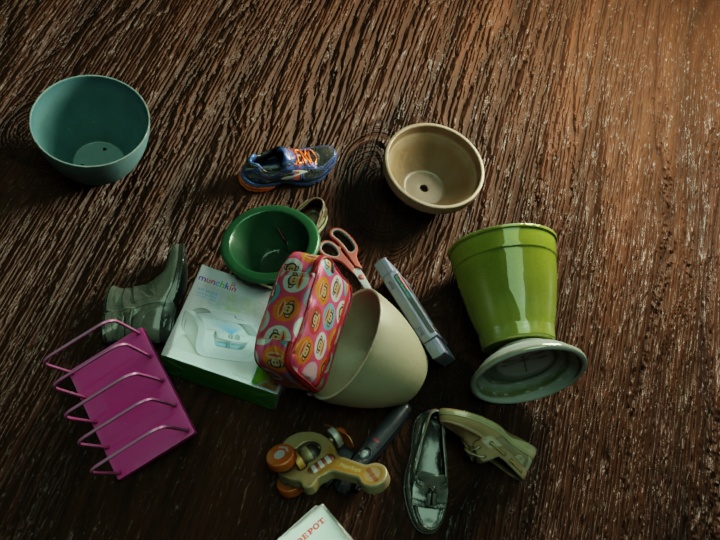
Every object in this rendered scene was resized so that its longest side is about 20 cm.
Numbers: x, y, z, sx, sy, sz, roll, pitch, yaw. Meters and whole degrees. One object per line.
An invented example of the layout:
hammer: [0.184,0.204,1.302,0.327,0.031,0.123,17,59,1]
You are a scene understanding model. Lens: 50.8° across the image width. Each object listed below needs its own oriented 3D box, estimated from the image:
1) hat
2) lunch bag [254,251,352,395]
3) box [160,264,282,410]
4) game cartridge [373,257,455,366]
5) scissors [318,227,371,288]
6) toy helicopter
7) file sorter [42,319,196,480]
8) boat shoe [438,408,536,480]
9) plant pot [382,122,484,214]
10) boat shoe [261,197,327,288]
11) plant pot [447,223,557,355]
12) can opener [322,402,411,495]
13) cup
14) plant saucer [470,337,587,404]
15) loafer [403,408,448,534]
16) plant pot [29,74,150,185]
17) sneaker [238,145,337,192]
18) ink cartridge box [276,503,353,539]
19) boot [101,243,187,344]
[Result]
hat: [-0.136,0.007,1.342,0.200,0.176,0.166,35,65,28]
lunch bag: [-0.082,0.088,1.199,0.082,0.176,0.200,7,66,23]
box: [-0.205,0.113,1.277,0.200,0.097,0.177,20,63,0]
game cartridge: [0.098,0.074,1.342,0.038,0.130,0.200,-33,72,1]
scissors: [0.000,0.000,1.423,0.073,0.014,0.200,-38,74,-28]
toy helicopter: [-0.039,0.298,1.186,0.200,0.079,0.132,8,40,31]
file sorter: [-0.373,0.194,1.159,0.139,0.125,0.200,-32,72,-2]
boat shoe: [0.209,0.288,1.260,0.200,0.071,0.065,30,70,-19]
plant pot: [0.136,-0.186,1.504,0.201,0.093,0.201,5,63,-9]
boat shoe: [-0.128,-0.058,1.393,0.075,0.075,0.202,28,61,4]
plant pot: [0.266,0.046,1.356,0.200,0.200,0.193,0,67,-12]
can opener: [0.018,0.290,1.248,0.079,0.063,0.200,42,63,12]
cup: [0.028,0.150,1.268,0.143,0.200,0.200,29,58,-23]
plant saucer: [0.282,0.163,1.295,0.200,0.200,0.050,0,53,-12]
loafer: [0.111,0.325,1.248,0.072,0.063,0.200,7,62,-8]
plant pot: [-0.482,-0.233,1.376,0.200,0.135,0.200,5,62,-10]
sneaker: [-0.135,-0.205,1.466,0.200,0.078,0.075,-18,69,-20]
ink cartridge box: [-0.053,0.474,1.124,0.146,0.084,0.200,-35,74,-26]
boot: [-0.372,0.035,1.303,0.130,0.068,0.200,6,61,-3]
